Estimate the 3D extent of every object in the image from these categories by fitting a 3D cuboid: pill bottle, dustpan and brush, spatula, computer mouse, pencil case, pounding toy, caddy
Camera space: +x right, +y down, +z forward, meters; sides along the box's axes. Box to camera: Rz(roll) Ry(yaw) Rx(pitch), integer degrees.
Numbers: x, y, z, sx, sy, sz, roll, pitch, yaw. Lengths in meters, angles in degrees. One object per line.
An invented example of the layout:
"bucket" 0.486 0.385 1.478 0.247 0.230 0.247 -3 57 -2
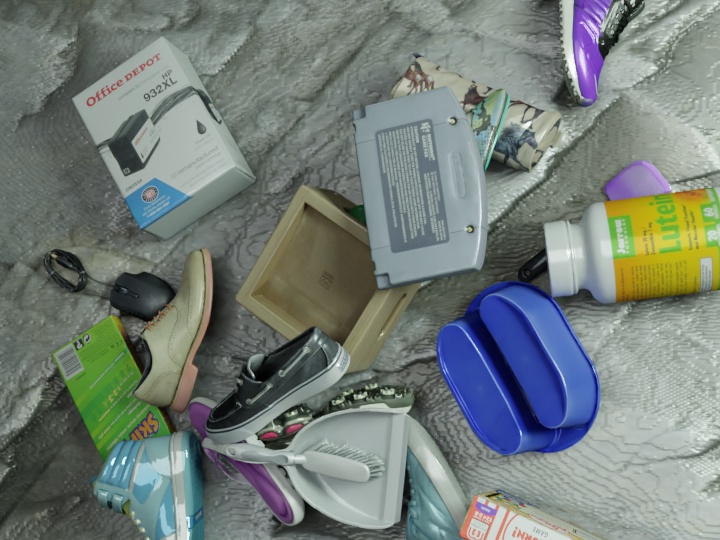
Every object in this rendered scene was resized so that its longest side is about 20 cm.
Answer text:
"pill bottle" 0.303 -0.024 1.260 0.198 0.111 0.112 -7 79 9
"dustpan and brush" -0.053 0.210 1.283 0.199 0.057 0.141 9 102 18
"spatula" 0.262 -0.051 1.328 0.200 0.021 0.057 -37 79 6
"computer mouse" -0.319 0.016 1.453 0.199 0.034 0.059 18 87 16
"pencil case" 0.136 -0.183 1.347 0.199 0.089 0.078 25 124 13
"pounding toy" 0.000 0.000 1.340 0.184 0.142 0.201 35 101 17
"caddy" 0.177 0.110 1.283 0.141 0.105 0.201 -37 73 30

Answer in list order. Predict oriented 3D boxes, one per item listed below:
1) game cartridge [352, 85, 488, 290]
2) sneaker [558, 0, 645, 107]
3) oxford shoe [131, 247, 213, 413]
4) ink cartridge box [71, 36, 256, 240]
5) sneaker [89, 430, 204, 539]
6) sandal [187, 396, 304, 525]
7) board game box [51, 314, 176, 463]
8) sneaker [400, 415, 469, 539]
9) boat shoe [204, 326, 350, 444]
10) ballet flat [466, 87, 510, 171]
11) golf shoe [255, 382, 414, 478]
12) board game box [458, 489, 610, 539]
"game cartridge" 0.067 -0.089 1.231 0.132 0.042 0.202 -10 80 14
"sneaker" 0.280 -0.292 1.337 0.099 0.070 0.202 -3 81 11
"oxford shoe" -0.225 0.067 1.390 0.073 0.071 0.202 13 83 -16
"ink cartridge box" -0.246 -0.163 1.437 0.145 0.084 0.201 -32 75 7
"sneaker" -0.253 0.291 1.358 0.129 0.080 0.202 -2 83 5
"sandal" -0.144 0.221 1.339 0.050 0.083 0.202 -31 57 -36
"board game box" -0.300 0.165 1.428 0.095 0.030 0.201 -32 73 8
"sneaker" 0.076 0.264 1.290 0.082 0.074 0.201 -29 80 5
"boat shoe" -0.107 0.123 1.267 0.199 0.072 0.068 -31 117 28
"ballet flat" 0.107 -0.111 1.264 0.074 0.074 0.201 15 86 15
"golf shoe" -0.023 0.188 1.341 0.199 0.077 0.089 -19 90 17
"board game box" 0.192 0.280 1.199 0.151 0.200 0.047 22 87 17
